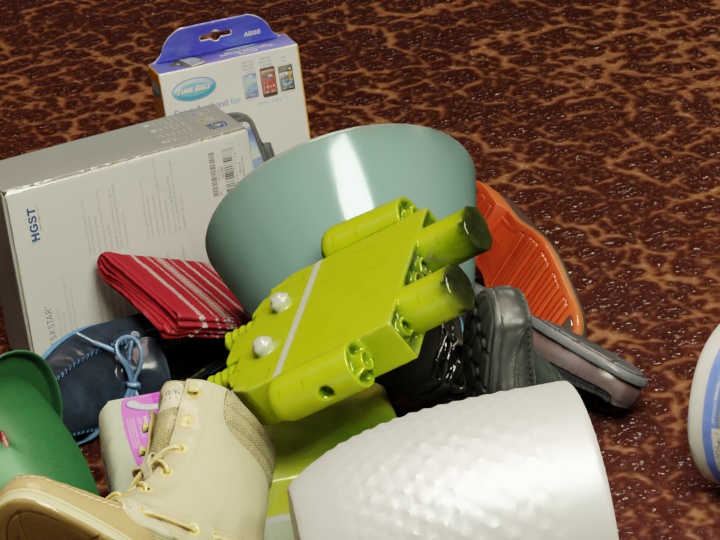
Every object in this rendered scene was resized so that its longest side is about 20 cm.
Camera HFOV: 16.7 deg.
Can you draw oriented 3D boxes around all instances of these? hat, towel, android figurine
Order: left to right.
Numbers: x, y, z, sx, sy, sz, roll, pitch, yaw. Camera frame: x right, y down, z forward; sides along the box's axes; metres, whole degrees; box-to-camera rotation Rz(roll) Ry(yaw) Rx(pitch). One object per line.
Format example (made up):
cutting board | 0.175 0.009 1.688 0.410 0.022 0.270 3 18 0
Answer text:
hat | -0.162 0.167 1.493 0.175 0.201 0.166 15 -2 22
towel | -0.085 0.025 1.824 0.199 0.023 0.145 7 17 -32
android figurine | -0.012 0.027 1.529 0.199 0.041 0.182 -24 28 31

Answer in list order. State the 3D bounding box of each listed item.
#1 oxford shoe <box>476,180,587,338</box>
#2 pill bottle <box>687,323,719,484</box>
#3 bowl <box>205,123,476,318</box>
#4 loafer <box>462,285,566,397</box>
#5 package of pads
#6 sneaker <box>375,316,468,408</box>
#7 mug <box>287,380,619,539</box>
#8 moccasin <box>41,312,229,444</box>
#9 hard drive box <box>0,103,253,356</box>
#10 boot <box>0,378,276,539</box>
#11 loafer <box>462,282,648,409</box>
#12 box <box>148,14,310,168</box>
oxford shoe | 0.132 0.002 1.848 0.072 0.071 0.200 23 24 -36
pill bottle | 0.315 0.095 1.525 0.199 0.114 0.114 10 29 34
bowl | 0.000 0.000 1.698 0.200 0.201 0.105 -12 58 -11
loafer | 0.102 0.078 1.532 0.070 0.201 0.068 -10 50 -3
package of pads | -0.069 0.128 1.622 0.199 0.069 0.155 -10 25 -7
sneaker | 0.064 0.060 1.631 0.082 0.074 0.200 23 -3 30
mug | 0.049 0.156 1.457 0.174 0.149 0.200 -11 -7 -5
moccasin | -0.163 0.066 1.772 0.068 0.081 0.200 9 29 36
hard drive box | -0.181 -0.024 1.891 0.199 0.157 0.077 -16 25 -21
boot | -0.128 0.128 1.452 0.073 0.199 0.156 -35 39 37
loafer | 0.119 0.063 1.739 0.200 0.063 0.072 29 4 43
box | -0.101 -0.103 1.988 0.118 0.201 0.041 -14 25 -15
